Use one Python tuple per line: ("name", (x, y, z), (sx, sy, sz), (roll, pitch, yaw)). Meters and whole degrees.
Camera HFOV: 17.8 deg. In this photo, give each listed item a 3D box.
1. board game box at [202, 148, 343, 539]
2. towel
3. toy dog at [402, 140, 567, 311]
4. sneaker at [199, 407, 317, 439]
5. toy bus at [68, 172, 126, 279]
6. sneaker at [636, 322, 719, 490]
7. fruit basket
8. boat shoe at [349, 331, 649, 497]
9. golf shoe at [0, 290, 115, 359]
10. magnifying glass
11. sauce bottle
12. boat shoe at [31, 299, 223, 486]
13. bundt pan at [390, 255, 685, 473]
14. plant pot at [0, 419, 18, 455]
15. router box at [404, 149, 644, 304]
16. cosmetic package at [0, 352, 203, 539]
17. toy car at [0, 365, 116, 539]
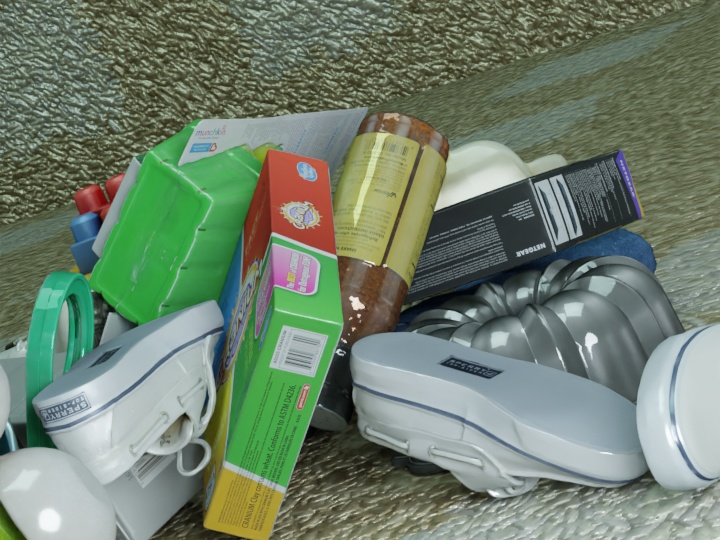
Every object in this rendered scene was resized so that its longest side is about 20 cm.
("board game box", (-0.055, 0.040, 1.365), (0.040, 0.153, 0.200), (14, 27, -11))
("towel", (0.105, 0.022, 1.609), (0.200, 0.049, 0.112), (-25, 11, -29))
("toy dog", (0.052, -0.039, 1.771), (0.194, 0.140, 0.200), (-40, 4, -15))
("sneaker", (-0.082, 0.090, 1.556), (0.114, 0.076, 0.200), (-18, 8, -23))
("toy bus", (-0.137, 0.017, 1.714), (0.200, 0.192, 0.136), (-15, 9, 18))
("sneaker", (0.203, 0.051, 1.155), (0.071, 0.073, 0.200), (-17, 9, 36))
("fruit basket", (-0.089, -0.030, 1.525), (0.200, 0.094, 0.186), (-21, -38, -61))
("boat shoe", (0.076, 0.088, 1.238), (0.073, 0.066, 0.200), (-18, 27, -39))
("golf shoe", (-0.211, 0.070, 1.576), (0.097, 0.078, 0.200), (9, -32, -1))
("magnifying glass", (-0.182, 0.100, 1.336), (0.022, 0.201, 0.080), (4, -6, 10))
("sauce bottle", (0.000, 0.000, 1.417), (0.066, 0.066, 0.200), (-9, 53, 49))
("boat shoe", (-0.119, 0.080, 1.336), (0.074, 0.086, 0.202), (-20, 8, 18))
("bundt pan", (0.101, 0.048, 1.386), (0.201, 0.076, 0.202), (-19, 10, 3))
("plant pot", (-0.319, 0.142, 1.423), (0.200, 0.200, 0.188), (-23, -6, -18))
("router box", (0.068, -0.019, 1.533), (0.200, 0.052, 0.157), (-19, 0, 30))
("cosmetic package", (-0.194, 0.116, 1.483), (0.200, 0.107, 0.090), (-13, 26, 52))
("toy car", (-0.237, 0.132, 1.252), (0.175, 0.200, 0.150), (-40, 4, 2))
